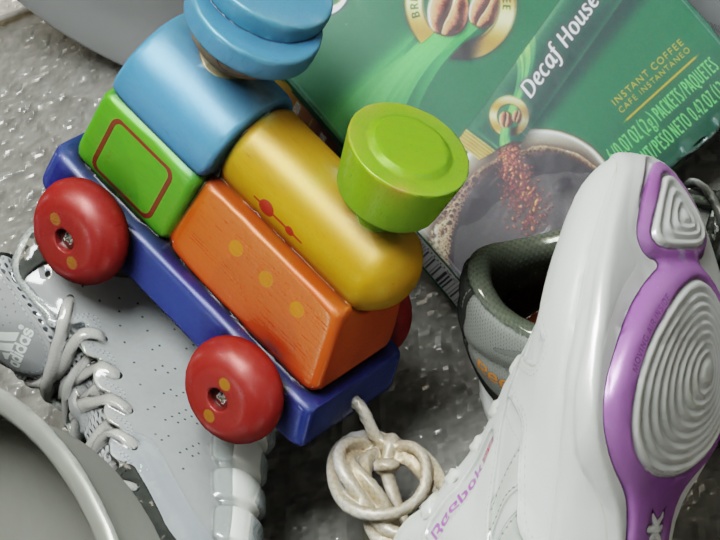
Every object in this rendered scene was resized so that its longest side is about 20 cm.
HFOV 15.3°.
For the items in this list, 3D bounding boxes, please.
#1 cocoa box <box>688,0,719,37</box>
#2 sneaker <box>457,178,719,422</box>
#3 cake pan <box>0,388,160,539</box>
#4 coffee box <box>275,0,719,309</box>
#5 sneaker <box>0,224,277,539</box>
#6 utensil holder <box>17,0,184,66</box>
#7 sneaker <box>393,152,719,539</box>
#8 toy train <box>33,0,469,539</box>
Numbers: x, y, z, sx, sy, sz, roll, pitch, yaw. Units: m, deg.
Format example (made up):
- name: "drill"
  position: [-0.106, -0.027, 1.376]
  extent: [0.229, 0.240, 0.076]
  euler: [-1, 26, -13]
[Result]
- name: "cocoa box"
  position: [0.133, -0.206, 0.938]
  extent: [0.200, 0.131, 0.133]
  euler: [-47, 46, -14]
- name: "sneaker"
  position: [0.122, 0.007, 0.802]
  extent: [0.199, 0.080, 0.074]
  euler: [-14, 45, 16]
- name: "cake pan"
  position: [-0.120, 0.131, 0.794]
  extent: [0.199, 0.037, 0.202]
  euler: [-5, 82, 42]
- name: "coffee box"
  position: [0.021, -0.093, 0.881]
  extent: [0.123, 0.044, 0.200]
  euler: [-40, 88, -7]
- name: "sneaker"
  position: [-0.087, 0.053, 0.845]
  extent: [0.075, 0.115, 0.201]
  euler: [-52, 18, 43]
- name: "utensil holder"
  position: [-0.048, -0.192, 1.007]
  extent: [0.169, 0.170, 0.201]
  euler: [11, 62, 36]
- name: "sneaker"
  position: [0.047, 0.064, 0.755]
  extent: [0.099, 0.075, 0.202]
  euler: [7, 85, 38]
- name: "toy train"
  position: [0.000, 0.000, 0.804]
  extent: [0.200, 0.116, 0.084]
  euler: [45, 43, 13]
